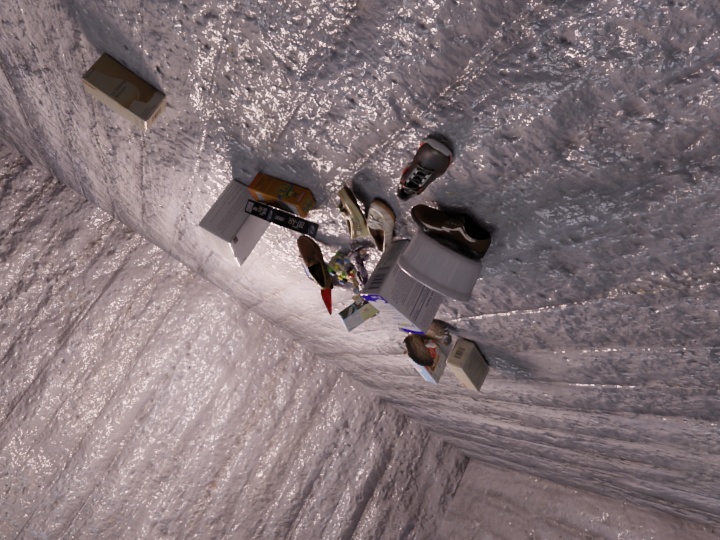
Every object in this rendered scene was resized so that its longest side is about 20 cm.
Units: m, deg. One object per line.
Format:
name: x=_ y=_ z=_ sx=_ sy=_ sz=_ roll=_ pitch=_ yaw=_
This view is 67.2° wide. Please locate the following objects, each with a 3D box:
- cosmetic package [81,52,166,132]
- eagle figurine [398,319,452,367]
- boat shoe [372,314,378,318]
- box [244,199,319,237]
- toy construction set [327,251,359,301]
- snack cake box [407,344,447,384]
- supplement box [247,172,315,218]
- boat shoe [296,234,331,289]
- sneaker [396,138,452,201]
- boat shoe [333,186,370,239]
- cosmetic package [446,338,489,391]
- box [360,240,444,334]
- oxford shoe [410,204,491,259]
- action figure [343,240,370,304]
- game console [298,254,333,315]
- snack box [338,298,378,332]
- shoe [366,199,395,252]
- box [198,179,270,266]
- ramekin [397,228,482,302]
cosmetic package: x=-0.655 y=-0.494 z=1.512 sx=0.198 sy=0.106 sz=0.071 roll=33 pitch=159 yaw=-10
eagle figurine: x=0.226 y=0.247 z=1.944 sx=0.148 sy=0.155 sz=0.200 roll=-3 pitch=-176 yaw=-12
boat shoe: x=0.040 y=0.149 z=2.078 sx=0.070 sy=0.070 sz=0.200 roll=26 pitch=161 yaw=6
box: x=-0.242 y=-0.161 z=1.656 sx=0.159 sy=0.044 sz=0.199 roll=18 pitch=-176 yaw=-39
toy construction set: x=-0.042 y=0.015 z=1.864 sx=0.130 sy=0.092 sz=0.201 roll=11 pitch=141 yaw=43
snack cake box: x=0.272 y=0.356 z=2.165 sx=0.066 sy=0.116 sz=0.201 roll=14 pitch=154 yaw=39
supplement box: x=-0.232 y=-0.222 z=1.598 sx=0.197 sy=0.067 sz=0.069 roll=22 pitch=157 yaw=24
boat shoe: x=-0.156 y=-0.031 z=1.840 sx=0.202 sy=0.071 sz=0.068 roll=60 pitch=-176 yaw=-1
sneaker: x=0.126 y=-0.193 z=1.116 sx=0.076 sy=0.083 sz=0.200 roll=31 pitch=161 yaw=-2
boat shoe: x=-0.025 y=-0.144 z=1.444 sx=0.201 sy=0.062 sz=0.074 roll=60 pitch=-172 yaw=-55
cosmetic package: x=0.391 y=0.345 z=1.964 sx=0.070 sy=0.106 sz=0.201 roll=15 pitch=153 yaw=39
box: x=0.131 y=0.050 z=1.538 sx=0.199 sy=0.186 sz=0.104 roll=40 pitch=157 yaw=-24
oxford shoe: x=0.210 y=-0.109 z=1.238 sx=0.197 sy=0.073 sz=0.085 roll=26 pitch=145 yaw=6
action figure: x=0.000 y=0.000 z=1.676 sx=0.130 sy=0.068 sz=0.203 roll=138 pitch=116 yaw=-66
game console: x=-0.174 y=0.057 z=2.098 sx=0.170 sy=0.120 sz=0.201 roll=24 pitch=159 yaw=19
snack box: x=0.022 y=0.125 z=1.868 sx=0.037 sy=0.198 sz=0.117 roll=52 pitch=171 yaw=26
shoe: x=0.055 y=-0.115 z=1.449 sx=0.069 sy=0.054 sz=0.201 roll=23 pitch=159 yaw=20
box: x=-0.415 y=-0.156 z=1.822 sx=0.129 sy=0.202 sz=0.200 roll=29 pitch=160 yaw=9
ramekin: x=0.195 y=-0.018 z=1.300 sx=0.198 sy=0.099 sz=0.201 roll=25 pitch=-166 yaw=-7
